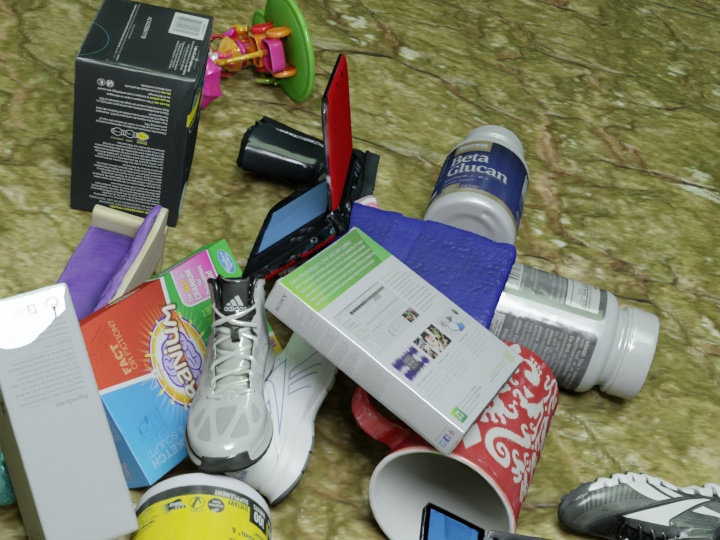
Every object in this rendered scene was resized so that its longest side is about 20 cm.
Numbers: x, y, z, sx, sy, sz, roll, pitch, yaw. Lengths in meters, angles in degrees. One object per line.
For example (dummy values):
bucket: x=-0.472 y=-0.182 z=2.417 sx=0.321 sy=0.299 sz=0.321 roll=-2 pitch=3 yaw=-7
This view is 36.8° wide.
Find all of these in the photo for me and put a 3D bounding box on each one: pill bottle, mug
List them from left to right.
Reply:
pill bottle: x=-0.124 y=0.262 z=0.813 sx=0.112 sy=0.112 sz=0.200 roll=7 pitch=40 yaw=-10
mug: x=0.098 y=0.142 z=0.994 sx=0.133 sy=0.178 sz=0.200 roll=-15 pitch=20 yaw=33
pill bottle: x=0.146 y=-0.095 z=1.325 sx=0.111 sy=0.111 sz=0.200 roll=18 pitch=39 yaw=4
pill bottle: x=0.206 y=0.063 z=1.155 sx=0.200 sy=0.114 sz=0.114 roll=18 pitch=39 yaw=3

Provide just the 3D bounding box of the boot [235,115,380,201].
boot: x=-0.068 y=-0.107 z=1.295 sx=0.168 sy=0.076 sz=0.200 roll=16 pitch=32 yaw=-4

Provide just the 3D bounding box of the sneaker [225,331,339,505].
sneaker: x=-0.075 y=0.113 z=1.003 sx=0.087 sy=0.075 sz=0.200 roll=25 pitch=48 yaw=-9

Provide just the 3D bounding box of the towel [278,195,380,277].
towel: x=0.000 y=0.000 z=1.129 sx=0.146 sy=0.030 sz=0.200 roll=-23 pitch=50 yaw=-22

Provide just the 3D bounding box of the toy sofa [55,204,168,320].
toy sofa: x=-0.261 y=0.011 z=1.079 sx=0.083 sy=0.098 sz=0.200 roll=16 pitch=40 yaw=0

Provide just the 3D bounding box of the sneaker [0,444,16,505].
sneaker: x=-0.342 y=0.127 z=0.952 sx=0.091 sy=0.078 sz=0.200 roll=-20 pitch=50 yaw=-6

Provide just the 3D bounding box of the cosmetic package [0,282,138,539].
cosmetic package: x=-0.246 y=0.119 z=0.855 sx=0.071 sy=0.101 sz=0.200 roll=-17 pitch=89 yaw=-27

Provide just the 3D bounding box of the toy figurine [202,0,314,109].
toy figurine: x=-0.185 y=-0.285 z=1.451 sx=0.184 sy=0.150 sz=0.200 roll=-18 pitch=27 yaw=-21

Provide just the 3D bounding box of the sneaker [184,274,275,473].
sneaker: x=-0.114 y=0.071 z=0.907 sx=0.076 sy=0.115 sz=0.201 roll=-4 pitch=30 yaw=2

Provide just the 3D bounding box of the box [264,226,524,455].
box: x=0.033 y=0.055 z=0.941 sx=0.200 sy=0.036 sz=0.144 roll=40 pitch=34 yaw=9

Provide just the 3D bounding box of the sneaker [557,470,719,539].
sneaker: x=0.284 y=0.241 z=1.005 sx=0.200 sy=0.066 sz=0.091 roll=6 pitch=38 yaw=-14

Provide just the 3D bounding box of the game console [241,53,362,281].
game console: x=-0.062 y=-0.103 z=1.077 sx=0.119 sy=0.172 sz=0.200 roll=54 pitch=17 yaw=-17

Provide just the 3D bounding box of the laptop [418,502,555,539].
laptop: x=0.126 y=0.284 z=0.823 sx=0.200 sy=0.103 sz=0.177 roll=10 pitch=69 yaw=-5

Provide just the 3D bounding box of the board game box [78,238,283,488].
board game box: x=-0.168 y=0.081 z=0.999 sx=0.200 sy=0.040 sz=0.153 roll=-37 pitch=105 yaw=-43

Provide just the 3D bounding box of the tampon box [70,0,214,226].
tampon box: x=-0.248 y=-0.179 z=1.227 sx=0.126 sy=0.200 sz=0.150 roll=10 pitch=41 yaw=-6

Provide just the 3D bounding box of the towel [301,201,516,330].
towel: x=0.044 y=0.008 z=1.076 sx=0.200 sy=0.050 sz=0.148 roll=15 pitch=48 yaw=14
